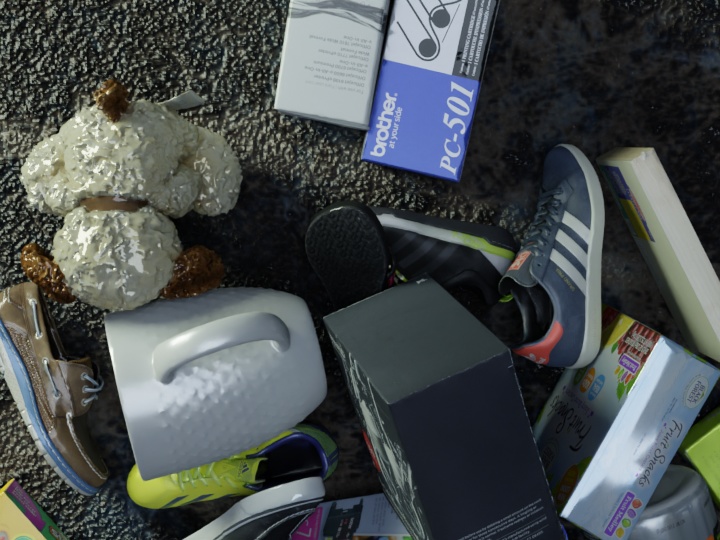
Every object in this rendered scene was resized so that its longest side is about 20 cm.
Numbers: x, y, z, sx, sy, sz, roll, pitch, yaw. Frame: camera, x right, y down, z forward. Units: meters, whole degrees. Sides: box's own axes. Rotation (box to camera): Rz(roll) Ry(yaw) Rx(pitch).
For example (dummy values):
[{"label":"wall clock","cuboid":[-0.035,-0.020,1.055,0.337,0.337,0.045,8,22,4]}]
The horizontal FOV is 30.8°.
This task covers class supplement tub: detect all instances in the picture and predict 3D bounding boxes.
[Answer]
[{"label":"supplement tub","cuboid":[0.282,0.291,1.194,0.121,0.123,0.203,-19,98,0]}]

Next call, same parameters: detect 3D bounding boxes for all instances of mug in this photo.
[{"label":"mug","cuboid":[-0.120,0.081,1.120,0.173,0.200,0.150,-14,73,-9]}]

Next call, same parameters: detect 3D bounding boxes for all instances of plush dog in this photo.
[{"label":"plush dog","cuboid":[-0.199,-0.051,1.103,0.197,0.161,0.175,-1,73,-4]}]

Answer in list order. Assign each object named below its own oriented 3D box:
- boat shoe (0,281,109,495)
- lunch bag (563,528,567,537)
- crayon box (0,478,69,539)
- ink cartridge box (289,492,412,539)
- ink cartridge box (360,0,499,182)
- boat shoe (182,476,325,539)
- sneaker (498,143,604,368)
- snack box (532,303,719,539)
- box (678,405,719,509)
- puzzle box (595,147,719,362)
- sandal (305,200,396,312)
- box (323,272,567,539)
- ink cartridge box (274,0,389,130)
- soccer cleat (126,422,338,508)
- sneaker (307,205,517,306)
[{"label":"boat shoe","cuboid":[-0.271,0.104,1.177,0.072,0.072,0.202,-29,96,-1]},{"label":"lunch bag","cuboid":[0.124,0.330,1.194,0.198,0.127,0.172,-29,102,-9]},{"label":"crayon box","cuboid":[-0.319,0.327,1.203,0.172,0.058,0.200,-41,96,2]},{"label":"ink cartridge box","cuboid":[0.024,0.252,1.153,0.197,0.120,0.042,-11,132,18]},{"label":"ink cartridge box","cuboid":[0.065,-0.188,1.176,0.093,0.044,0.203,12,95,-2]},{"label":"boat shoe","cuboid":[-0.096,0.244,1.155,0.199,0.071,0.069,-35,67,34]},{"label":"sneaker","cuboid":[0.164,-0.016,1.160,0.083,0.075,0.203,4,77,-21]},{"label":"snack box","cuboid":[0.217,0.128,1.136,0.067,0.200,0.170,29,95,-5]},{"label":"box","cuboid":[0.407,0.150,1.223,0.199,0.048,0.123,-37,97,1]},{"label":"puzzle box","cuboid":[0.276,-0.016,1.158,0.025,0.133,0.202,-28,97,1]},{"label":"sandal","cuboid":[0.000,0.000,1.146,0.074,0.201,0.045,12,56,18]},{"label":"box","cuboid":[0.064,0.127,1.054,0.103,0.200,0.184,-21,110,-9]},{"label":"ink cartridge box","cuboid":[-0.018,-0.227,1.118,0.082,0.145,0.203,9,95,-3]},{"label":"soccer cleat","cuboid":[-0.117,0.177,1.184,0.197,0.084,0.066,-10,97,-1]},{"label":"sneaker","cuboid":[0.047,-0.008,1.175,0.197,0.072,0.084,9,88,-4]}]
